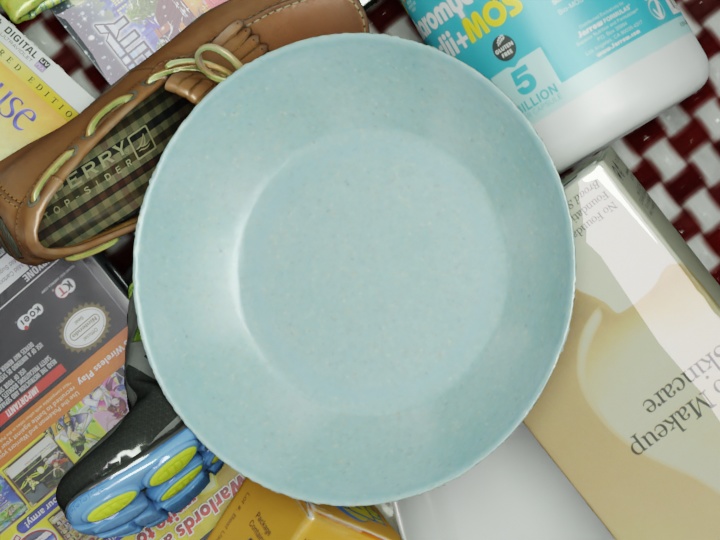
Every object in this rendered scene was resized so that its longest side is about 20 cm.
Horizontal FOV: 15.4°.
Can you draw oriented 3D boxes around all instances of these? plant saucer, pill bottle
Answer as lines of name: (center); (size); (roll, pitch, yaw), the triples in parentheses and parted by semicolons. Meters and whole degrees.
plant saucer: (0.000, 0.000, 1.148); (0.200, 0.039, 0.202); (-1, 87, 18)
pill bottle: (0.069, -0.147, 1.242); (0.111, 0.111, 0.200); (-31, 88, -1)

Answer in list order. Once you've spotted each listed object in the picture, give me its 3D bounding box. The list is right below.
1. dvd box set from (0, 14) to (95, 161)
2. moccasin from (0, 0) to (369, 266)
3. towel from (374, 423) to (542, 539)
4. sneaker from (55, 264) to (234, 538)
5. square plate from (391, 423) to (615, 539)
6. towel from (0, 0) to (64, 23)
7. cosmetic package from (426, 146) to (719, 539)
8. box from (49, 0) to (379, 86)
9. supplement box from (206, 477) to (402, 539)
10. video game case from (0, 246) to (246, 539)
dvd box set: (-0.233, -0.045, 1.239); (0.200, 0.029, 0.146); (-44, 69, -12)
moccasin: (-0.077, -0.068, 1.201); (0.201, 0.078, 0.074); (-29, 113, -22)
towel: (0.000, 0.039, 1.277); (0.200, 0.034, 0.133); (39, 88, 2)
sneaker: (-0.081, 0.037, 1.212); (0.083, 0.071, 0.200); (28, 64, 10)
square plate: (0.117, 0.141, 1.256); (0.197, 0.028, 0.201); (-13, 96, -11)
towel: (-0.154, -0.232, 1.248); (0.143, 0.023, 0.200); (-30, 86, -1)
cosmetic package: (0.131, 0.055, 1.184); (0.105, 0.071, 0.200); (-39, 91, 12)
box: (-0.098, -0.171, 1.277); (0.136, 0.038, 0.200); (-39, 89, -1)
supplement box: (-0.061, 0.185, 1.229); (0.069, 0.067, 0.200); (23, 104, -32)
video game case: (-0.166, 0.094, 1.264); (0.200, 0.026, 0.181); (-40, 89, 8)
